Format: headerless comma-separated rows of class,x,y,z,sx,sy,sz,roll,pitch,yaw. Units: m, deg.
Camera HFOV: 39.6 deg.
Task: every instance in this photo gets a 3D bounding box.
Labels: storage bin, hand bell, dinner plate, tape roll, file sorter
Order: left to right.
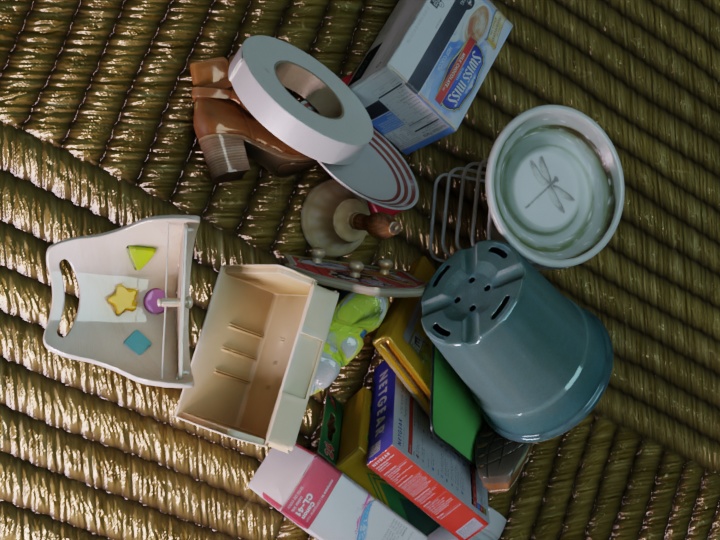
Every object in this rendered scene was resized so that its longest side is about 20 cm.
storage bin,-0.126,0.104,1.220,0.092,0.197,0.204,22,79,-26
tape roll,-0.073,-0.214,1.251,0.200,0.205,0.037,28,121,-22
dinner plate,-0.008,-0.146,1.300,0.198,0.202,0.024,29,119,-22
hand bell,0.002,-0.062,1.279,0.102,0.199,0.107,-2,97,-22
file sorter,0.188,-0.077,1.378,0.122,0.199,0.142,8,85,-20

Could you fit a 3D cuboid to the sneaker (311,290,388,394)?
sneaker,-0.038,0.091,1.335,0.199,0.105,0.076,-40,97,11

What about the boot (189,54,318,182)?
boot,-0.128,-0.203,1.308,0.196,0.076,0.159,-10,82,-27

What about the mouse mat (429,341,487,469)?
mouse mat,0.139,0.174,1.322,0.200,0.007,0.164,45,41,-46

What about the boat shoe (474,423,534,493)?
boat shoe,0.205,0.226,1.336,0.075,0.074,0.201,68,28,-25

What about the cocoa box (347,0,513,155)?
cocoa box,0.092,-0.286,1.362,0.131,0.133,0.202,38,65,-19

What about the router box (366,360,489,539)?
router box,0.092,0.229,1.330,0.179,0.201,0.049,41,115,-18

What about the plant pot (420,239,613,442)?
plant pot,0.184,0.078,1.249,0.196,0.198,0.202,43,71,-37

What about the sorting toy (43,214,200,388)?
sorting toy,-0.289,0.034,1.205,0.176,0.107,0.205,3,87,-18

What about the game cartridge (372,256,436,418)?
game cartridge,0.104,0.101,1.363,0.177,0.032,0.201,52,36,-16

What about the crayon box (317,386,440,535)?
crayon box,0.034,0.245,1.331,0.199,0.128,0.051,40,116,-19

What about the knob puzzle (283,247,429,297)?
knob puzzle,0.000,0.000,1.267,0.215,0.219,0.031,7,98,-25

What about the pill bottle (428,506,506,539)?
pill bottle,0.117,0.412,1.369,0.112,0.113,0.203,34,74,-20

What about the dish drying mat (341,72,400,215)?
dish drying mat,0.012,-0.172,1.395,0.076,0.018,0.203,-28,101,-24

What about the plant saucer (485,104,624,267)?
plant saucer,0.239,-0.104,1.266,0.196,0.050,0.205,1,86,-19

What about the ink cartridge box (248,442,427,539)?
ink cartridge box,-0.031,0.310,1.284,0.199,0.147,0.086,41,75,-17
